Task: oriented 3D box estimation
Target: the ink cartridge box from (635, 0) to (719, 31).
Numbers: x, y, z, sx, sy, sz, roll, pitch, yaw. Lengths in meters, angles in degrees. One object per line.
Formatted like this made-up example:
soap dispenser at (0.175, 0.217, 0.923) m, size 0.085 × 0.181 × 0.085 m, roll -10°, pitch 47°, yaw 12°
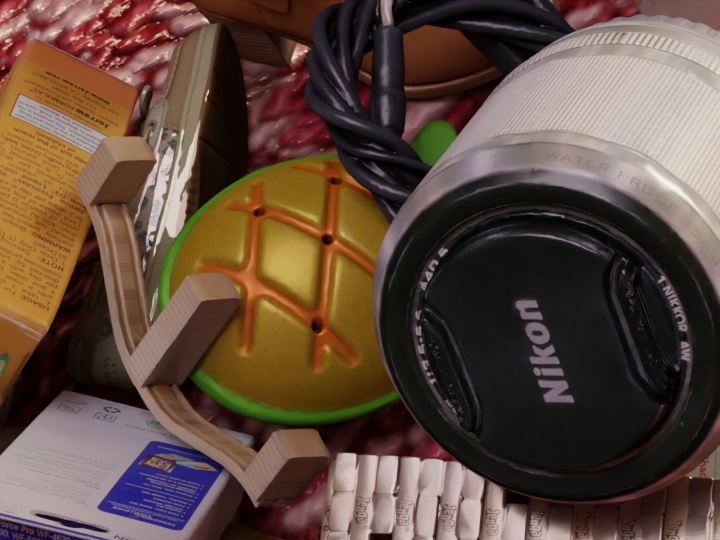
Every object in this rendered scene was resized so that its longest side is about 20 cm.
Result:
ink cartridge box at (0.183, -0.202, 1.404) m, size 0.144 × 0.200 × 0.148 m, roll -17°, pitch 56°, yaw 10°

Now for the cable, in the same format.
cable at (0.066, -0.062, 1.398) m, size 0.163 × 0.051 × 0.200 m, roll -31°, pitch 82°, yaw -41°

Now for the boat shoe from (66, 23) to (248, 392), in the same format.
boat shoe at (-0.102, -0.035, 1.490) m, size 0.062 × 0.073 × 0.201 m, roll 2°, pitch 62°, yaw 18°

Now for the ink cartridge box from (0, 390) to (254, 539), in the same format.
ink cartridge box at (-0.113, 0.104, 1.315) m, size 0.099 × 0.200 × 0.039 m, roll 14°, pitch 102°, yaw 6°

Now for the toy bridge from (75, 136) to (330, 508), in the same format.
toy bridge at (-0.083, 0.029, 1.359) m, size 0.067 × 0.027 × 0.200 m, roll -54°, pitch 55°, yaw 34°

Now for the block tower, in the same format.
block tower at (0.078, 0.115, 1.273) m, size 0.199 × 0.054 × 0.058 m, roll 0°, pitch 74°, yaw 21°

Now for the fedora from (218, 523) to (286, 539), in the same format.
fedora at (-0.063, 0.177, 1.322) m, size 0.200 × 0.200 × 0.082 m, roll 20°, pitch 106°, yaw 29°

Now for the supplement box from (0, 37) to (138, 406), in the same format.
supplement box at (-0.166, -0.024, 1.424) m, size 0.069 × 0.067 × 0.200 m, roll 26°, pitch 37°, yaw -11°

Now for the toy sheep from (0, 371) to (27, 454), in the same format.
toy sheep at (-0.228, 0.047, 1.456) m, size 0.137 × 0.138 × 0.201 m, roll -18°, pitch 37°, yaw 9°

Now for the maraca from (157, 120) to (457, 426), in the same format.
maraca at (0.000, 0.000, 1.415) m, size 0.199 × 0.107 × 0.138 m, roll -23°, pitch 71°, yaw -16°

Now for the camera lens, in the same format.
camera lens at (0.103, -0.008, 1.249) m, size 0.159 × 0.161 × 0.200 m, roll 0°, pitch 24°, yaw 20°

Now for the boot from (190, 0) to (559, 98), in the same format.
boot at (-0.011, -0.158, 1.478) m, size 0.199 × 0.155 × 0.074 m, roll 1°, pitch 61°, yaw 21°

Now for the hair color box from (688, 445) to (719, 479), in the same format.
hair color box at (0.173, 0.094, 1.317) m, size 0.199 × 0.061 × 0.102 m, roll -5°, pitch 59°, yaw 19°
